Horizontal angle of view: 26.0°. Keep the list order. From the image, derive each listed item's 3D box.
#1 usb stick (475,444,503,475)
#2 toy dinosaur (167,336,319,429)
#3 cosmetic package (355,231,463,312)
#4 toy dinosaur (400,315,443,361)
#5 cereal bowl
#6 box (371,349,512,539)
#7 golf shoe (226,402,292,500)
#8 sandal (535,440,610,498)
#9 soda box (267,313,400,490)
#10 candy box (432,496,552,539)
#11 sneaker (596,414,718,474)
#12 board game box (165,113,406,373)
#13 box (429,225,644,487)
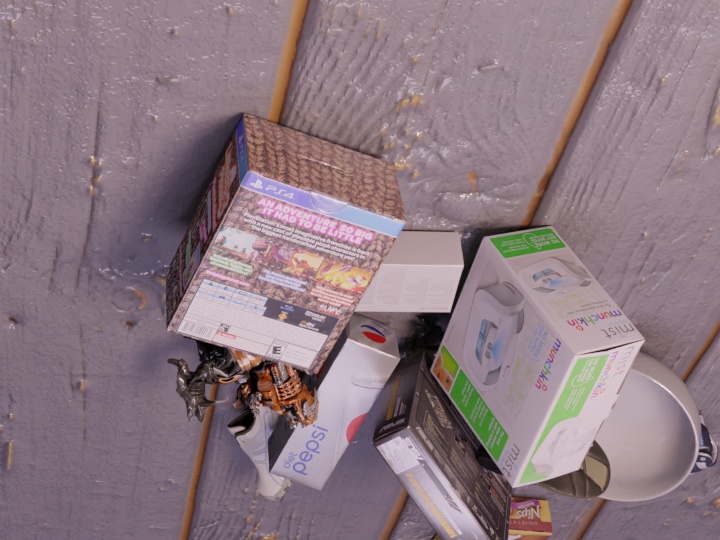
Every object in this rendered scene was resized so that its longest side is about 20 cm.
[{"bbox_3d":[0.196,0.141,1.721,0.055,0.200,0.033,10,145,47],"label":"usb stick"},{"bbox_3d":[-0.125,0.089,1.668,0.136,0.200,0.102,-24,-179,33],"label":"toy dinosaur"},{"bbox_3d":[0.000,0.000,1.607,0.199,0.051,0.083,1,140,-9],"label":"cosmetic package"},{"bbox_3d":[0.101,0.087,1.753,0.199,0.048,0.088,-10,148,-2],"label":"toy dinosaur"},{"bbox_3d":[0.303,0.169,1.825,0.200,0.083,0.201,11,123,18],"label":"cereal bowl"},{"bbox_3d":[0.093,0.207,1.689,0.048,0.158,0.200,-27,111,20],"label":"box"},{"bbox_3d":[-0.114,0.196,1.856,0.097,0.078,0.200,9,133,-10],"label":"golf shoe"},{"bbox_3d":[0.193,0.213,1.814,0.200,0.080,0.057,13,167,8],"label":"sandal"},{"bbox_3d":[-0.031,0.145,1.730,0.068,0.063,0.200,22,116,-17],"label":"soda box"},{"bbox_3d":[0.171,0.380,2.158,0.116,0.057,0.200,9,143,-19],"label":"candy box"},{"bbox_3d":[0.364,0.216,1.941,0.200,0.070,0.108,20,143,-41],"label":"sneaker"},{"bbox_3d":[-0.075,-0.022,1.474,0.159,0.097,0.200,18,123,-21],"label":"board game box"},{"bbox_3d":[0.179,0.088,1.605,0.096,0.177,0.200,-9,138,-30],"label":"box"}]
